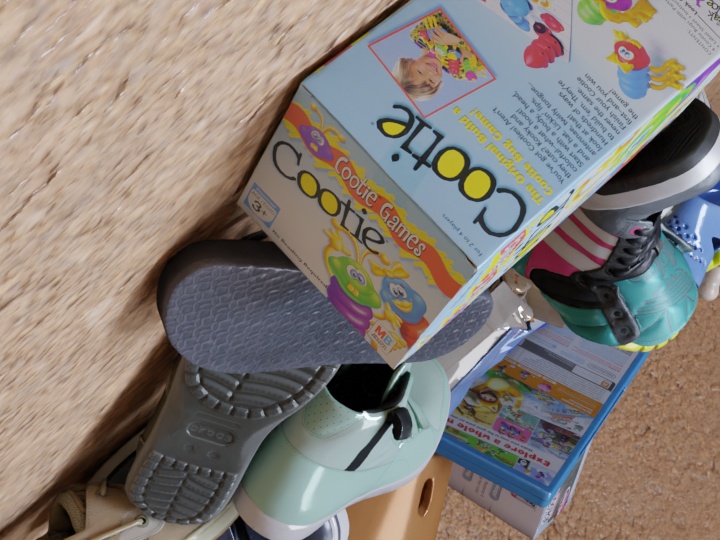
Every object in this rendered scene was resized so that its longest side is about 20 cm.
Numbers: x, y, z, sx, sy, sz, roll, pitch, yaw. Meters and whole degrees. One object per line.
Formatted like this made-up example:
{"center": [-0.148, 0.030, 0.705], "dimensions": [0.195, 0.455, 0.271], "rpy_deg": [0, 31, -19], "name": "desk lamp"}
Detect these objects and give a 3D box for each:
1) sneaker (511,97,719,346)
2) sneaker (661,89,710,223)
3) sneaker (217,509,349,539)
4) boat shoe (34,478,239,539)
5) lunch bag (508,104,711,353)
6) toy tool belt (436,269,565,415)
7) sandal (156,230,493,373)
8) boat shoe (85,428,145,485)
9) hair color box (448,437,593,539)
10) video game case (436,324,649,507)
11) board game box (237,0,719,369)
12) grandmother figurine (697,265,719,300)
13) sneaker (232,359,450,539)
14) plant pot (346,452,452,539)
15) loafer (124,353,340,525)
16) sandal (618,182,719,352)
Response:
{"center": [0.143, -0.018, 0.982], "dimensions": [0.084, 0.121, 0.200], "rpy_deg": [-51, -161, -22], "name": "sneaker"}
{"center": [0.200, -0.089, 1.221], "dimensions": [0.076, 0.088, 0.200], "rpy_deg": [-31, -148, 29], "name": "sneaker"}
{"center": [-0.104, 0.180, 1.191], "dimensions": [0.199, 0.079, 0.079], "rpy_deg": [-15, -170, 32], "name": "sneaker"}
{"center": [-0.142, 0.146, 1.041], "dimensions": [0.200, 0.065, 0.072], "rpy_deg": [-32, -173, -33], "name": "boat shoe"}
{"center": [0.157, -0.056, 1.382], "dimensions": [0.200, 0.124, 0.170], "rpy_deg": [-25, 159, -48], "name": "lunch bag"}
{"center": [0.040, 0.061, 1.244], "dimensions": [0.200, 0.123, 0.125], "rpy_deg": [-48, -153, 26], "name": "toy tool belt"}
{"center": [-0.021, 0.012, 0.882], "dimensions": [0.200, 0.043, 0.076], "rpy_deg": [8, 136, -49], "name": "sandal"}
{"center": [-0.106, 0.120, 1.139], "dimensions": [0.200, 0.062, 0.073], "rpy_deg": [-39, 171, -39], "name": "boat shoe"}
{"center": [0.076, 0.105, 1.440], "dimensions": [0.061, 0.200, 0.099], "rpy_deg": [-37, 150, -45], "name": "hair color box"}
{"center": [0.112, 0.077, 1.368], "dimensions": [0.200, 0.143, 0.018], "rpy_deg": [-46, 158, -48], "name": "video game case"}
{"center": [0.060, -0.069, 0.817], "dimensions": [0.200, 0.105, 0.103], "rpy_deg": [-39, 172, -31], "name": "board game box"}
{"center": [0.242, -0.028, 1.416], "dimensions": [0.060, 0.121, 0.200], "rpy_deg": [6, 130, -38], "name": "grandmother figurine"}
{"center": [0.018, 0.070, 1.065], "dimensions": [0.118, 0.074, 0.200], "rpy_deg": [-55, 168, 33], "name": "sneaker"}
{"center": [-0.020, 0.152, 1.371], "dimensions": [0.140, 0.200, 0.200], "rpy_deg": [-65, 166, 18], "name": "plant pot"}
{"center": [-0.066, 0.048, 0.985], "dimensions": [0.200, 0.075, 0.070], "rpy_deg": [-52, -156, 34], "name": "loafer"}
{"center": [0.210, -0.022, 1.263], "dimensions": [0.200, 0.079, 0.087], "rpy_deg": [-43, 156, -39], "name": "sandal"}
